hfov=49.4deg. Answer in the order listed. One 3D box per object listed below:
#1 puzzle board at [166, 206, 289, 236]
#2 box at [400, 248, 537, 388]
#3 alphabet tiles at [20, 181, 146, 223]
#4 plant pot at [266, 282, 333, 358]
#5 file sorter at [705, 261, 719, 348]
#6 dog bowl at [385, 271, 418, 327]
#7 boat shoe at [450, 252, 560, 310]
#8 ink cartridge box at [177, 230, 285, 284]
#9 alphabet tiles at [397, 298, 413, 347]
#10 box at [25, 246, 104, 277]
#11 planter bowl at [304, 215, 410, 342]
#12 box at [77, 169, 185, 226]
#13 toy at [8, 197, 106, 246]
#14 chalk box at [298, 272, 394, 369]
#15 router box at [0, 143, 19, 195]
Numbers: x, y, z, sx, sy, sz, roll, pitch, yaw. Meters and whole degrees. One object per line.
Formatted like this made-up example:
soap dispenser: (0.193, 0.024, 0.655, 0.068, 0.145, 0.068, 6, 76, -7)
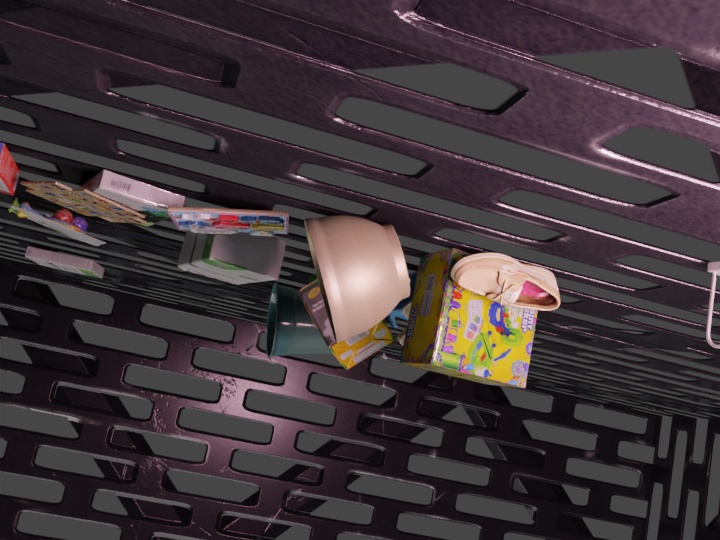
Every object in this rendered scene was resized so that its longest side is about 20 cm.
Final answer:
puzzle board: (-0.224, -0.081, 1.358, 0.200, 0.017, 0.151, 3, 170, -5)
box: (0.196, 0.087, 1.375, 0.192, 0.200, 0.122, 17, 168, -21)
alphabet tiles: (-0.485, -0.119, 1.382, 0.166, 0.006, 0.200, 4, 166, 34)
plant pot: (-0.140, 0.141, 2.081, 0.196, 0.201, 0.200, 6, 171, -12)
file sorter: (0.587, 0.066, 1.053, 0.200, 0.125, 0.139, 17, 168, -23)
dog bowl: (0.101, 0.054, 1.569, 0.050, 0.112, 0.200, 37, 161, -20)
boat shoe: (0.245, 0.024, 1.284, 0.200, 0.069, 0.074, 9, 128, -21)
ink cartridge box: (-0.260, -0.032, 1.559, 0.146, 0.085, 0.200, 18, 168, -29)
alphabet tiles: (0.170, 0.097, 1.494, 0.196, 0.200, 0.015, 51, -178, -38)
box: (-0.897, -0.024, 2.386, 0.200, 0.036, 0.144, 14, 169, -4)
planter bowl: (0.000, 0.000, 1.237, 0.134, 0.201, 0.200, -15, 171, -6)
box: (-0.411, -0.123, 1.381, 0.144, 0.036, 0.200, 18, 168, -29)
toy: (-0.645, -0.109, 1.679, 0.200, 0.047, 0.115, 21, 170, -26)
chalk box: (-0.039, 0.078, 1.626, 0.124, 0.200, 0.124, -31, 146, 0)
router box: (-0.682, -0.191, 1.288, 0.200, 0.049, 0.179, 14, 169, -13)
